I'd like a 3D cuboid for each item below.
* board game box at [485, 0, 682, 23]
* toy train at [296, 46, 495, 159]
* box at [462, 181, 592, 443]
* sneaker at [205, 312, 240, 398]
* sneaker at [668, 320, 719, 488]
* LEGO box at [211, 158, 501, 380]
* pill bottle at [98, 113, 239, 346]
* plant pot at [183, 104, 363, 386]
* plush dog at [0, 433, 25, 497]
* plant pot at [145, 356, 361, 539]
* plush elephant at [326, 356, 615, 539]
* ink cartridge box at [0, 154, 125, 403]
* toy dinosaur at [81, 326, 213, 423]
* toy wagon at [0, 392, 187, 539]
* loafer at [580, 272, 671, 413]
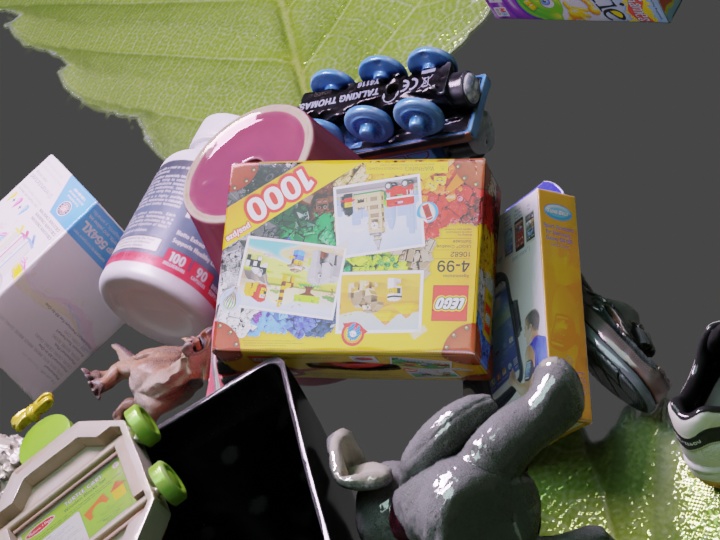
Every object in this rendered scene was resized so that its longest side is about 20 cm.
[{"bbox_3d":[0.202,-0.300,1.587,0.199,0.103,0.105,9,59,43],"label":"board game box"},{"bbox_3d":[0.031,-0.131,1.553,0.198,0.114,0.087,-8,51,33],"label":"toy train"},{"bbox_3d":[0.119,0.033,1.300,0.119,0.041,0.202,-38,50,54],"label":"box"},{"bbox_3d":[-0.103,0.093,1.414,0.087,0.073,0.203,18,108,58],"label":"sneaker"},{"bbox_3d":[0.283,0.052,1.202,0.075,0.088,0.201,12,59,46],"label":"sneaker"},{"bbox_3d":[0.000,0.000,1.292,0.198,0.077,0.151,-1,73,16],"label":"LEGO box"},{"bbox_3d":[-0.148,-0.041,1.604,0.119,0.120,0.201,0,53,38],"label":"pill bottle"},{"bbox_3d":[-0.050,-0.035,1.475,0.198,0.179,0.201,-21,42,20],"label":"plant pot"},{"bbox_3d":[-0.248,0.251,1.420,0.171,0.160,0.202,32,103,35],"label":"plush dog"},{"bbox_3d":[-0.078,0.223,1.252,0.199,0.178,0.200,-32,40,11],"label":"plant pot"},{"bbox_3d":[0.062,0.164,1.209,0.199,0.166,0.155,-27,16,-19],"label":"plush elephant"},{"bbox_3d":[-0.314,0.017,1.676,0.200,0.125,0.128,-43,39,-6],"label":"ink cartridge box"},{"bbox_3d":[-0.163,0.092,1.521,0.135,0.086,0.200,-32,14,-8],"label":"toy dinosaur"},{"bbox_3d":[-0.206,0.162,1.242,0.155,0.040,0.200,-37,38,3],"label":"toy wagon"},{"bbox_3d":[0.179,0.034,1.318,0.063,0.072,0.200,-37,37,-7],"label":"loafer"}]
